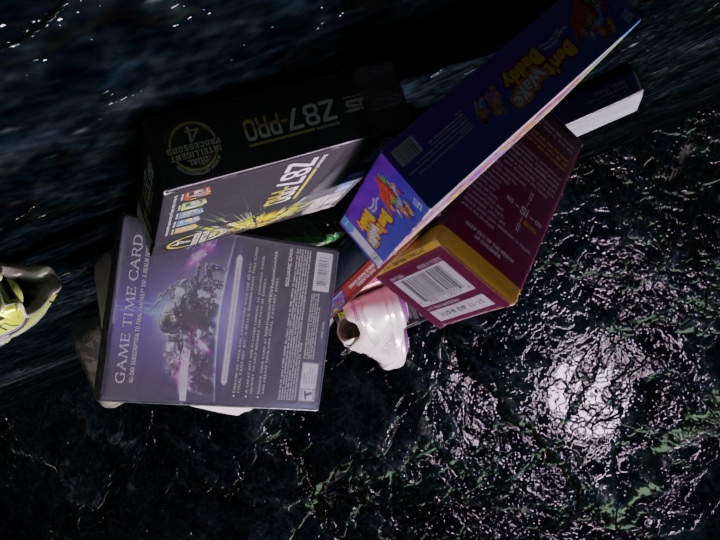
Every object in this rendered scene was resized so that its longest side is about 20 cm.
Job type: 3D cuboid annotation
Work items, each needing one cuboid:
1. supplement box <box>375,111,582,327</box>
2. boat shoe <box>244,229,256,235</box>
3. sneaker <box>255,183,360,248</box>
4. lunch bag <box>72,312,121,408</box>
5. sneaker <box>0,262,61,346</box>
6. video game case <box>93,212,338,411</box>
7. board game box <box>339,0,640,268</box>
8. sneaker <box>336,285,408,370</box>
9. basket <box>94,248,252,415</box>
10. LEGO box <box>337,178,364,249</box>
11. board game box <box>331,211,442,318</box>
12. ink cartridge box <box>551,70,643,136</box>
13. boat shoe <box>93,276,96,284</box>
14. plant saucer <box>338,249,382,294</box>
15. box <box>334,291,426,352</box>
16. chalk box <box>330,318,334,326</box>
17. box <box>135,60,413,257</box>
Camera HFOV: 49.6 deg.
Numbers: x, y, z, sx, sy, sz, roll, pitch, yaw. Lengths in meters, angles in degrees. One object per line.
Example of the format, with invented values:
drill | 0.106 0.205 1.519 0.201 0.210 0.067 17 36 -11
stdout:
supplement box | 0.114 -0.062 0.769 0.202 0.102 0.130 -61 -164 -25
boat shoe | -0.146 -0.020 0.911 0.066 0.058 0.199 -21 177 -31
sneaker | -0.048 -0.042 0.779 0.086 0.078 0.199 -49 168 20
lunch bag | -0.283 0.090 1.124 0.165 0.142 0.199 -22 179 20
sneaker | -0.286 0.027 0.546 0.075 0.076 0.200 -30 -173 12
video game case | -0.113 0.040 0.652 0.196 0.147 0.019 9 178 -31
board game box | 0.081 -0.097 0.526 0.199 0.045 0.135 -42 178 -18
sneaker | 0.016 0.081 1.073 0.097 0.076 0.201 -14 149 -4
basket | -0.144 0.046 0.772 0.122 0.138 0.199 -28 152 19
LEGO box | -0.032 -0.054 1.013 0.197 0.079 0.149 -23 177 19
board game box | 0.010 -0.023 0.757 0.200 0.019 0.104 -44 -161 32
ink cartridge box | 0.276 -0.204 1.045 0.193 0.044 0.200 -22 176 17
boat shoe | -0.244 0.025 0.891 0.070 0.069 0.200 -23 -177 4
plant saucer | 0.000 0.000 0.938 0.196 0.052 0.201 -21 177 -1
box | 0.018 -0.001 1.173 0.157 0.204 0.044 -23 180 14
chalk box | -0.144 0.109 1.125 0.202 0.122 0.125 -56 167 -11
box | -0.071 -0.068 0.535 0.158 0.050 0.200 -20 176 -20
